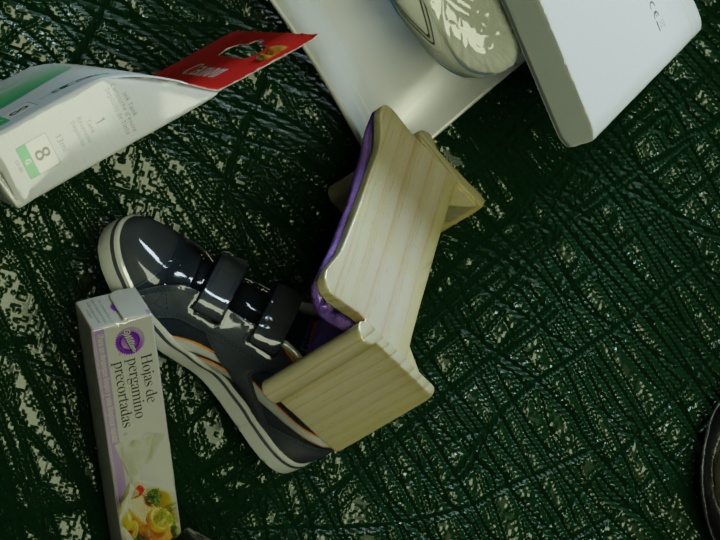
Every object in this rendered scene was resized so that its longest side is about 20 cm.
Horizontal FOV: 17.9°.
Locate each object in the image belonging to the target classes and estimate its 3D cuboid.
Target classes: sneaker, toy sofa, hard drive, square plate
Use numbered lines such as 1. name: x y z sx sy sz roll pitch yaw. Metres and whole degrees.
1. sneaker: 0.028 -0.202 1.366 0.072 0.072 0.201 -36 106 -23
2. sneaker: -0.070 0.033 1.388 0.200 0.079 0.079 48 35 -22
3. toy sofa: 0.000 0.000 1.361 0.098 0.083 0.200 44 36 -21
4. hard drive: 0.149 -0.175 1.428 0.200 0.027 0.132 -43 113 -53
5. square plate: 0.037 -0.194 1.424 0.198 0.028 0.200 -40 122 -10

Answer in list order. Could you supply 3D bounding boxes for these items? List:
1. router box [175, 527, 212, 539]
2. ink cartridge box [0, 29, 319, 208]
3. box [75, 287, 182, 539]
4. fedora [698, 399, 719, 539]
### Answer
1. router box: -0.112 0.280 1.385 0.200 0.062 0.150 -49 129 -10
2. ink cartridge box: -0.141 -0.109 1.319 0.199 0.161 0.050 -33 107 -15
3. box: -0.136 0.109 1.366 0.038 0.041 0.201 -14 118 -18
4. fedora: 0.332 0.138 1.543 0.199 0.092 0.202 -2 95 -20
